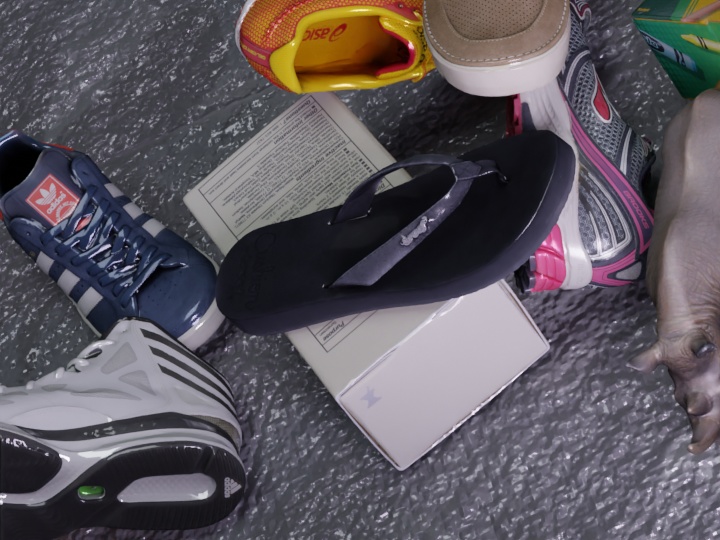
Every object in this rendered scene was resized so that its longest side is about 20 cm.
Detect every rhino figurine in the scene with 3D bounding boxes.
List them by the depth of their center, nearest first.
[{"bbox_3d":[0.164,0.001,1.293,0.060,0.087,0.200,-9,50,30],"label":"rhino figurine"}]

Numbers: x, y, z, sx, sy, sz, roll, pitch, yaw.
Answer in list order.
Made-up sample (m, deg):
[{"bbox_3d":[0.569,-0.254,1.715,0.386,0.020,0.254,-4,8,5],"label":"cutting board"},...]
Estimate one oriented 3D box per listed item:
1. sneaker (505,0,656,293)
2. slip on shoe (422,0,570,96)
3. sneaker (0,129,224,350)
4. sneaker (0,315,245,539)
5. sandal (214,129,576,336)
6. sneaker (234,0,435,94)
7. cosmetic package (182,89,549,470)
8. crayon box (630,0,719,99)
[{"bbox_3d":[0.112,-0.064,1.407,0.075,0.081,0.200,0,49,-1],"label":"sneaker"},{"bbox_3d":[0.069,-0.163,1.407,0.076,0.061,0.200,-5,38,10],"label":"slip on shoe"},{"bbox_3d":[-0.150,-0.018,1.531,0.075,0.085,0.200,-48,43,-10],"label":"sneaker"},{"bbox_3d":[-0.160,0.080,1.435,0.200,0.076,0.115,2,34,-4],"label":"sneaker"},{"bbox_3d":[0.011,-0.017,1.335,0.200,0.043,0.076,-21,47,24],"label":"sandal"},{"bbox_3d":[0.033,-0.128,1.473,0.200,0.073,0.077,-18,36,-22],"label":"sneaker"},{"bbox_3d":[0.000,0.000,1.420,0.105,0.071,0.200,-39,42,1],"label":"cosmetic package"},{"bbox_3d":[0.235,-0.133,1.333,0.119,0.058,0.200,-42,23,-16],"label":"crayon box"}]
